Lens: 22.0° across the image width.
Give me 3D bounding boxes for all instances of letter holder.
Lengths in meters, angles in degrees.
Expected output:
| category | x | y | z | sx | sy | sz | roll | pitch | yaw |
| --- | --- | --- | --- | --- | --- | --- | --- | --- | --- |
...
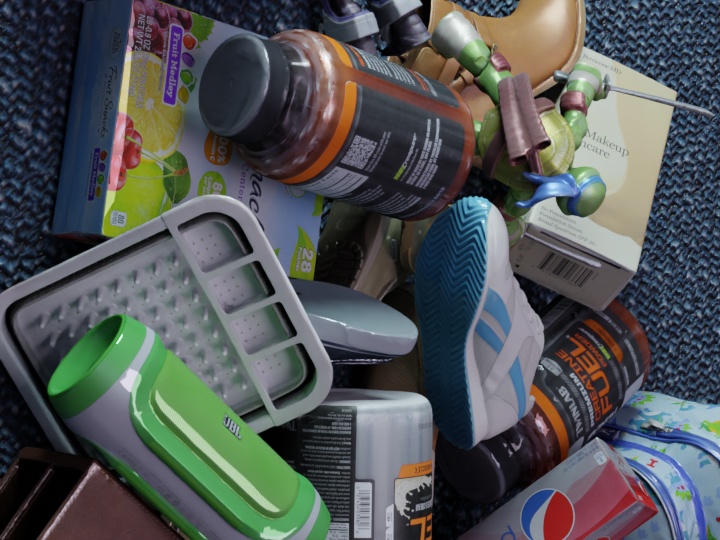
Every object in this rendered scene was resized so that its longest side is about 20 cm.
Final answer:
| category | x | y | z | sx | sy | sz | roll | pitch | yaw |
| --- | --- | --- | --- | --- | --- | --- | --- | --- | --- |
| letter holder | -0.176 | 0.238 | 1.242 | 0.200 | 0.100 | 0.143 | 48 | 63 | -29 |

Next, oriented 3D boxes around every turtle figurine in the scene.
| category | x | y | z | sx | sy | sz | roll | pitch | yaw |
| --- | --- | --- | --- | --- | --- | --- | --- | --- | --- |
| turtle figurine | 0.125 | -0.098 | 1.423 | 0.199 | 0.194 | 0.145 | -23 | 146 | -47 |

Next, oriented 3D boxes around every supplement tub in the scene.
| category | x | y | z | sx | sy | sz | roll | pitch | yaw |
| --- | --- | --- | --- | --- | --- | --- | --- | --- | --- |
| supplement tub | 0.148 | 0.108 | 1.537 | 0.200 | 0.106 | 0.108 | -40 | 117 | -35 |
| supplement tub | -0.018 | -0.105 | 1.295 | 0.199 | 0.106 | 0.108 | 17 | 80 | -44 |
| supplement tub | -0.007 | 0.192 | 1.370 | 0.122 | 0.122 | 0.202 | -1 | 92 | -43 |

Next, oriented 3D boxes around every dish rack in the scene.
| category | x | y | z | sx | sy | sz | roll | pitch | yaw |
| --- | --- | --- | --- | --- | --- | --- | --- | --- | --- |
| dish rack | -0.134 | 0.047 | 1.255 | 0.198 | 0.044 | 0.173 | -25 | 113 | 7 |

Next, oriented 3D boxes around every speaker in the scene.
| category | x | y | z | sx | sy | sz | roll | pitch | yaw |
| --- | --- | --- | --- | --- | --- | --- | --- | --- | --- |
| speaker | -0.111 | 0.122 | 1.219 | 0.200 | 0.088 | 0.089 | 46 | 61 | -20 |

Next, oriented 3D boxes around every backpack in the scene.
| category | x | y | z | sx | sy | sz | roll | pitch | yaw |
| --- | --- | --- | --- | --- | --- | --- | --- | --- | --- |
| backpack | 0.269 | 0.210 | 1.594 | 0.146 | 0.199 | 0.185 | -23 | 108 | -44 |

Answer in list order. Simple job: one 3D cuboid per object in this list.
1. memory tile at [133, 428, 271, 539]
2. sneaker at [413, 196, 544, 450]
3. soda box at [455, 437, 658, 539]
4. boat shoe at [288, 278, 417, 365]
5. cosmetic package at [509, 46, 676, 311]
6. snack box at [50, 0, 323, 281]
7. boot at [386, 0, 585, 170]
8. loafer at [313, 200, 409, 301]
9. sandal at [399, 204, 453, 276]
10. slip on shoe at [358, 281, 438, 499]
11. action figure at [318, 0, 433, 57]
| category | x | y | z | sx | sy | sz | roll | pitch | yaw |
| --- | --- | --- | --- | --- | --- | --- | --- | --- | --- |
| memory tile | -0.091 | 0.176 | 1.385 | 0.153 | 0.017 | 0.201 | -47 | 121 | -32 |
| sneaker | 0.093 | 0.033 | 1.398 | 0.080 | 0.076 | 0.202 | -21 | 125 | -32 |
| soda box | 0.135 | 0.220 | 1.478 | 0.199 | 0.064 | 0.070 | -38 | 154 | 11 |
| boat shoe | -0.063 | 0.057 | 1.328 | 0.198 | 0.071 | 0.092 | 10 | 112 | -12 |
| cosmetic package | 0.192 | -0.079 | 1.551 | 0.104 | 0.071 | 0.201 | 23 | 56 | -8 |
| snack box | -0.113 | -0.090 | 1.323 | 0.199 | 0.067 | 0.171 | 12 | 82 | -45 |
| boot | 0.102 | -0.191 | 1.523 | 0.154 | 0.073 | 0.202 | 31 | 67 | -35 |
| loafer | 0.000 | 0.000 | 1.425 | 0.068 | 0.075 | 0.201 | 47 | 58 | -38 |
| sandal | 0.079 | -0.020 | 1.470 | 0.200 | 0.053 | 0.081 | 24 | 67 | -71 |
| slip on shoe | 0.022 | 0.111 | 1.454 | 0.060 | 0.076 | 0.202 | -2 | 100 | -46 |
| action figure | -0.016 | -0.255 | 1.413 | 0.129 | 0.069 | 0.202 | -25 | 104 | -33 |
